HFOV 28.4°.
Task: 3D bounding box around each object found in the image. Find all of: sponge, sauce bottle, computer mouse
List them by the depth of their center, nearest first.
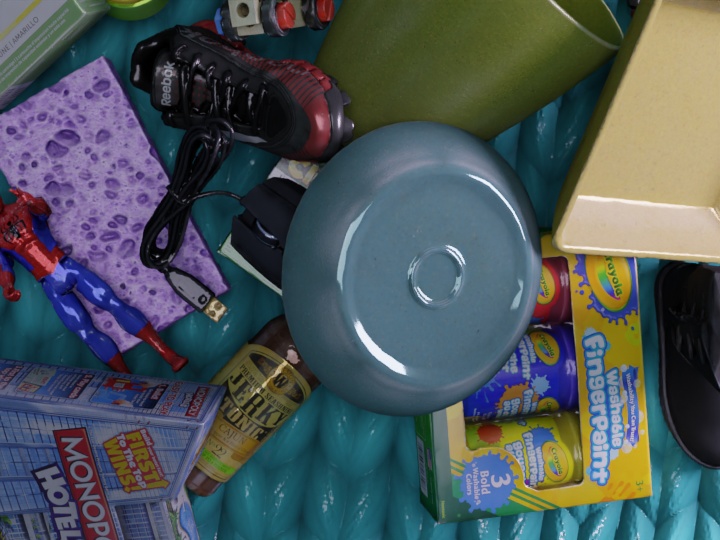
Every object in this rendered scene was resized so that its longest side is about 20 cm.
[{"bbox_3d":[-0.062,0.000,0.988,0.199,0.046,0.141,32,121,-9],"label":"computer mouse"},{"bbox_3d":[-0.067,0.079,1.054,0.065,0.065,0.200,42,98,-2],"label":"sauce bottle"},{"bbox_3d":[-0.191,-0.045,1.073,0.111,0.030,0.202,-28,92,0],"label":"sponge"}]

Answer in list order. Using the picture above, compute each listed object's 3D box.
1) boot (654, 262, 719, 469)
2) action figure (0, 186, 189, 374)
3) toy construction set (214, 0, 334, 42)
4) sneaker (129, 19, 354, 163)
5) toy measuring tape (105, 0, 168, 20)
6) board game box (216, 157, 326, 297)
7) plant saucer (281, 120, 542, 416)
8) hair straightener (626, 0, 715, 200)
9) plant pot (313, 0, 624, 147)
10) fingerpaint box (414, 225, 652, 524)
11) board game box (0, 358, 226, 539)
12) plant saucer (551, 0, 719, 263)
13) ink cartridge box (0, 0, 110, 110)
[{"bbox_3d":[0.260,0.075,1.006,0.065,0.200,0.167,-15,92,-1],"label":"boot"},{"bbox_3d":[-0.213,0.011,1.016,0.065,0.099,0.200,-43,90,1],"label":"action figure"},{"bbox_3d":[-0.069,-0.231,0.997,0.091,0.199,0.133,2,104,40],"label":"toy construction set"},{"bbox_3d":[-0.091,-0.123,0.994,0.097,0.200,0.072,-10,120,-42],"label":"sneaker"},{"bbox_3d":[-0.137,-0.237,1.052,0.198,0.074,0.074,-27,92,-7],"label":"toy measuring tape"},{"bbox_3d":[0.000,0.000,1.085,0.199,0.023,0.105,36,92,-3],"label":"board game box"},{"bbox_3d":[0.045,0.002,0.952,0.197,0.036,0.203,-4,100,-24],"label":"plant saucer"},{"bbox_3d":[0.248,-0.149,1.085,0.076,0.041,0.203,-9,88,-2],"label":"hair straightener"},{"bbox_3d":[0.052,-0.156,1.010,0.187,0.187,0.200,46,112,-2],"label":"plant pot"},{"bbox_3d":[0.121,0.072,1.050,0.164,0.073,0.203,-5,96,-9],"label":"fingerpaint box"},{"bbox_3d":[-0.183,0.151,1.012,0.197,0.062,0.203,-7,111,15],"label":"board game box"},{"bbox_3d":[0.231,-0.105,0.985,0.198,0.049,0.202,3,120,-32],"label":"plant saucer"},{"bbox_3d":[-0.292,-0.225,1.027,0.145,0.048,0.201,-36,92,24],"label":"ink cartridge box"}]
